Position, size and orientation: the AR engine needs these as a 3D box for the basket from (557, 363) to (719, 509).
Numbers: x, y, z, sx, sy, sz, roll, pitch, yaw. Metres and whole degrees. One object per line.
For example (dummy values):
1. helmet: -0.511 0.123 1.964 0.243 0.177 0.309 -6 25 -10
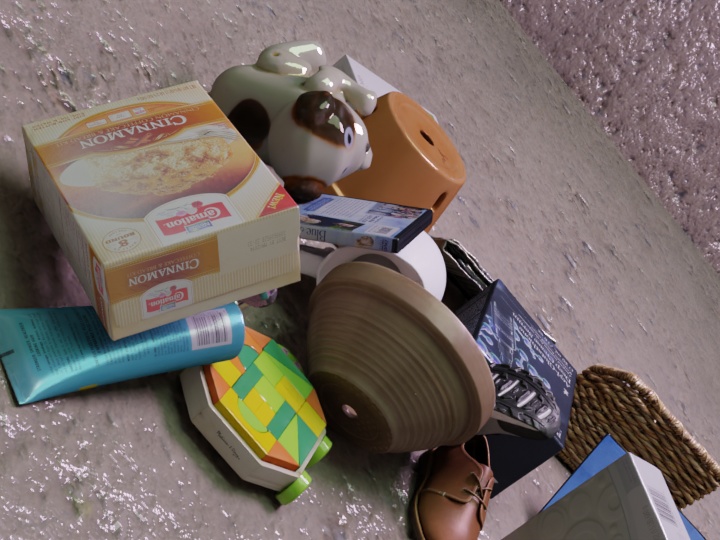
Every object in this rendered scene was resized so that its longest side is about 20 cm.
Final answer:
1. basket: 0.347 0.205 1.668 0.200 0.149 0.143 45 23 -12

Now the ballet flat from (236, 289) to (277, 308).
1. ballet flat: -0.123 0.000 1.127 0.200 0.069 0.072 15 -55 63

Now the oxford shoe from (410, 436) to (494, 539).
1. oxford shoe: 0.094 0.220 1.258 0.071 0.071 0.201 44 25 -21

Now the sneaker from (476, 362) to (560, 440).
1. sneaker: 0.110 0.134 1.289 0.074 0.199 0.080 -27 119 -43

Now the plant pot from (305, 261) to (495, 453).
1. plant pot: 0.016 0.098 1.204 0.201 0.201 0.093 49 60 -5

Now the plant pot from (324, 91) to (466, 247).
1. plant pot: 0.030 -0.116 1.560 0.200 0.140 0.201 41 23 -22

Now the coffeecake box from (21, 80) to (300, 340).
1. coffeecake box: -0.155 -0.053 1.017 0.152 0.074 0.200 -18 42 -22

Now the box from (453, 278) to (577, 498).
1. box: 0.147 0.125 1.456 0.149 0.107 0.200 49 23 -7

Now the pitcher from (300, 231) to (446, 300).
1. pitcher: 0.000 0.000 1.355 0.170 0.122 0.200 24 9 8

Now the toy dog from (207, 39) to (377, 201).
1. toy dog: -0.068 -0.156 1.372 0.192 0.141 0.200 8 19 -33

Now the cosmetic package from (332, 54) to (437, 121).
1. cosmetic package: 0.026 -0.182 1.730 0.199 0.085 0.108 27 35 -48

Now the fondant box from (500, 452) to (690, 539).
1. fondant box: 0.206 0.283 1.201 0.058 0.200 0.145 30 30 -38

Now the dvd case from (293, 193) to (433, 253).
1. dvd case: -0.038 -0.054 1.318 0.198 0.018 0.143 9 16 15

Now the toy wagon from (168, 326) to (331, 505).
1. toy wagon: -0.085 0.104 1.127 0.155 0.039 0.200 50 22 -5

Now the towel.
1. towel: 0.153 0.025 1.627 0.193 0.035 0.200 48 -2 -8

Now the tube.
1. tube: -0.177 0.053 0.986 0.199 0.051 0.078 -5 51 -43

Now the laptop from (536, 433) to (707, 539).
1. laptop: 0.279 0.317 1.406 0.187 0.116 0.200 46 22 -11
